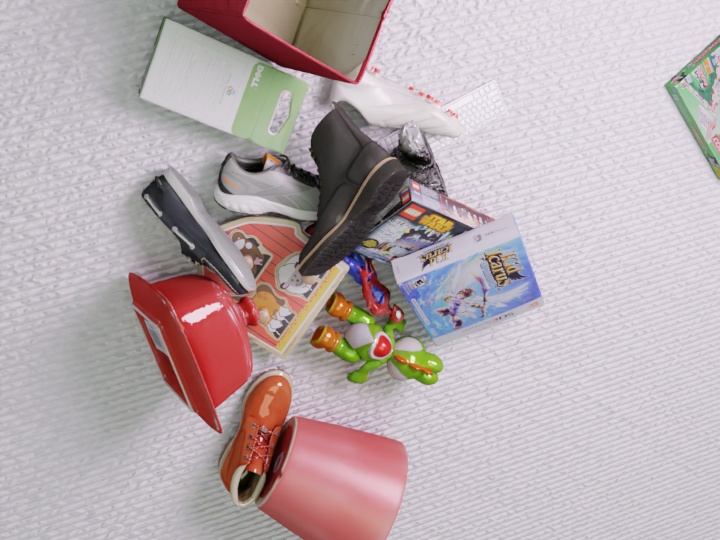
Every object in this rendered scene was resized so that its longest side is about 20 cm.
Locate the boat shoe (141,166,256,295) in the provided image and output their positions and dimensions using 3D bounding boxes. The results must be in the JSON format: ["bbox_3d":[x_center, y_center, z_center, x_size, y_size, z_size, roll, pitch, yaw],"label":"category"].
[{"bbox_3d":[-0.215,-0.042,1.057,0.060,0.076,0.201,-37,81,6],"label":"boat shoe"}]

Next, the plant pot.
[{"bbox_3d":[-0.050,0.318,1.186,0.176,0.201,0.202,26,99,-13],"label":"plant pot"}]

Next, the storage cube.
[{"bbox_3d":[-0.081,-0.343,0.932,0.199,0.179,0.173,20,95,-40],"label":"storage cube"}]

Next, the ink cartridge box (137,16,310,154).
[{"bbox_3d":[-0.177,-0.239,1.034,0.198,0.059,0.105,19,101,-21],"label":"ink cartridge box"}]

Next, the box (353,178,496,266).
[{"bbox_3d":[0.092,-0.048,1.116,0.199,0.040,0.137,19,140,-38],"label":"box"}]

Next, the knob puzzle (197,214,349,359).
[{"bbox_3d":[-0.143,0.012,1.111,0.216,0.031,0.222,1,112,2],"label":"knob puzzle"}]

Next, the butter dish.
[{"bbox_3d":[-0.204,0.082,1.070,0.147,0.199,0.202,-27,114,-23],"label":"butter dish"}]

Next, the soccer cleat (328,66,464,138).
[{"bbox_3d":[0.050,-0.223,1.107,0.198,0.069,0.078,23,105,-14],"label":"soccer cleat"}]

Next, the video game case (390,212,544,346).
[{"bbox_3d":[0.160,0.020,1.148,0.179,0.046,0.200,-23,143,10],"label":"video game case"}]

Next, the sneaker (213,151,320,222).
[{"bbox_3d":[-0.097,-0.117,1.082,0.197,0.074,0.080,3,120,-17],"label":"sneaker"}]

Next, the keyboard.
[{"bbox_3d":[0.121,-0.208,1.158,0.198,0.011,0.057,-29,113,-6],"label":"keyboard"}]

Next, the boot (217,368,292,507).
[{"bbox_3d":[-0.147,0.248,1.174,0.074,0.107,0.202,20,99,-19],"label":"boot"}]

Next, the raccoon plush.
[{"bbox_3d":[0.034,-0.135,1.077,0.133,0.098,0.200,-21,149,10],"label":"raccoon plush"}]

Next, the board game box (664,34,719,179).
[{"bbox_3d":[0.586,-0.261,1.268,0.134,0.029,0.200,-41,114,0],"label":"board game box"}]

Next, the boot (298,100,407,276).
[{"bbox_3d":[-0.042,-0.104,1.044,0.200,0.077,0.139,-48,69,21],"label":"boot"}]

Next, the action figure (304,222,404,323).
[{"bbox_3d":[0.000,0.000,1.151,0.051,0.066,0.201,-30,110,20],"label":"action figure"}]

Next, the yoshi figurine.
[{"bbox_3d":[0.027,0.114,1.199,0.198,0.113,0.113,27,128,-11],"label":"yoshi figurine"}]
